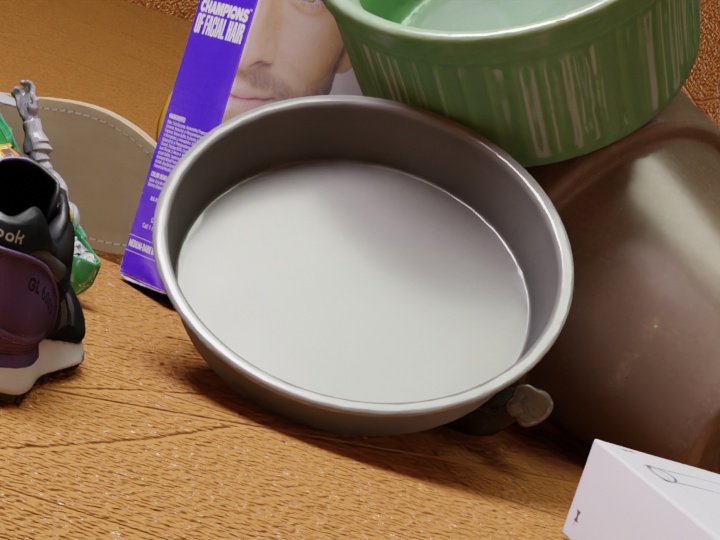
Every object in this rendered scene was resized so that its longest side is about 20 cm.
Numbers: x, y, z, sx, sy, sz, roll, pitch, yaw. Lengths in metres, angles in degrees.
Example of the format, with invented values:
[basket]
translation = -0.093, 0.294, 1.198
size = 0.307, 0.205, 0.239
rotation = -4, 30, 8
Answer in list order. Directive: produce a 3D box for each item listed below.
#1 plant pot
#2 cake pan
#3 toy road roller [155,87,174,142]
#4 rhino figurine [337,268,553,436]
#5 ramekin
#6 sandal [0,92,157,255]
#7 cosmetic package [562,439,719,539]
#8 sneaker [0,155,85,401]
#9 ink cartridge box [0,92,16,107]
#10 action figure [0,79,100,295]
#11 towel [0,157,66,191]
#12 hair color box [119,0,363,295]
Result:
[plant pot]
translation = 0.155, 0.026, 1.537
size = 0.175, 0.200, 0.200
rotation = 44, 20, 32
[cake pan]
translation = 0.000, 0.000, 1.390
size = 0.200, 0.037, 0.201
rotation = 5, 48, -6
[toy road roller]
translation = -0.039, -0.076, 1.979
size = 0.200, 0.123, 0.146
rotation = 18, -4, -7
[rhino figurine]
translation = -0.003, 0.033, 1.455
size = 0.200, 0.060, 0.087
rotation = 18, -11, -3
[ramekin]
translation = 0.079, -0.142, 1.499
size = 0.199, 0.098, 0.200
rotation = -8, 41, 7
[sandal]
translation = -0.175, -0.066, 1.680
size = 0.211, 0.078, 0.070
rotation = 17, 12, 20
[cosmetic package]
translation = 0.189, 0.137, 1.241
size = 0.150, 0.052, 0.200
rotation = 14, 8, -19
[sneaker]
translation = -0.143, -0.005, 1.248
size = 0.076, 0.088, 0.200
rotation = 19, 7, -4
[ink cartridge box]
translation = -0.284, -0.087, 1.574
size = 0.116, 0.068, 0.200
rotation = 26, 10, 34
[action figure]
translation = -0.196, -0.066, 1.480
size = 0.200, 0.055, 0.118
rotation = 50, 36, 13
[towel]
translation = -0.242, -0.047, 1.342
size = 0.200, 0.035, 0.132
rotation = 15, -13, -24
[hair color box]
translation = -0.045, -0.075, 1.589
size = 0.109, 0.201, 0.065
rotation = 15, 2, -34
